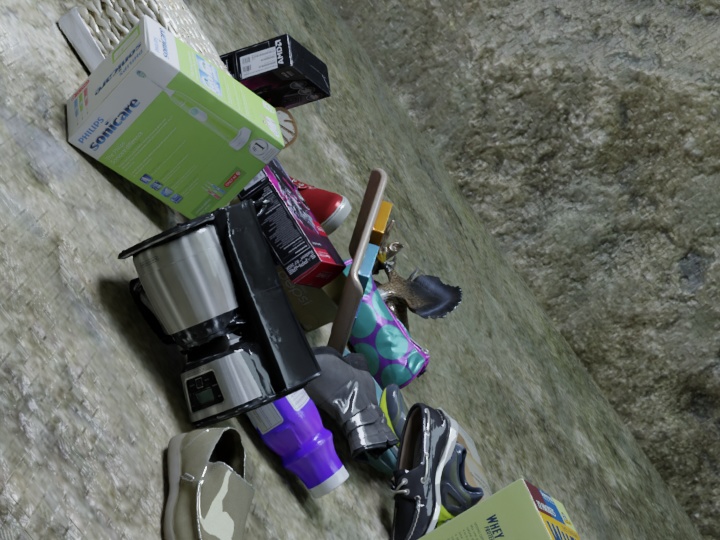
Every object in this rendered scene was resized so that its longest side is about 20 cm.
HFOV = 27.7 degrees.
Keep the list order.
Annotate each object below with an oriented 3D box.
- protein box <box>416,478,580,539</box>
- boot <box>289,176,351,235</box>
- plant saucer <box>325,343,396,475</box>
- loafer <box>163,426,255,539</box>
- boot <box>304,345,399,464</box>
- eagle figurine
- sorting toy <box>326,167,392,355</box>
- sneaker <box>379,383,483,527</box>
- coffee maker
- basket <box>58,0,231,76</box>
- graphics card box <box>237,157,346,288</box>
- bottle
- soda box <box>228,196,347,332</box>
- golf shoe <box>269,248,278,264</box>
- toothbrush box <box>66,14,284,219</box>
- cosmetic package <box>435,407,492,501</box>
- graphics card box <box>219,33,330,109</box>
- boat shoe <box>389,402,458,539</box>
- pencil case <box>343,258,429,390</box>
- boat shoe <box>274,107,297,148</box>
[{"bbox_3d":[0.167,0.383,1.670,0.135,0.200,0.199,36,25,-55],"label":"protein box"},{"bbox_3d":[-0.107,-0.110,1.964,0.144,0.072,0.200,49,-23,-25],"label":"boot"},{"bbox_3d":[0.002,0.186,1.909,0.200,0.027,0.200,52,15,-20],"label":"plant saucer"},{"bbox_3d":[-0.131,0.209,1.306,0.076,0.068,0.200,46,18,-38],"label":"loafer"},{"bbox_3d":[-0.025,0.164,1.742,0.200,0.070,0.132,5,56,-54],"label":"boot"},{"bbox_3d":[0.062,0.053,2.205,0.200,0.151,0.152,51,-21,32],"label":"eagle figurine"},{"bbox_3d":[0.000,0.000,1.834,0.036,0.185,0.200,14,51,-3],"label":"sorting toy"},{"bbox_3d":[0.091,0.231,1.887,0.200,0.081,0.074,61,14,1],"label":"sneaker"},{"bbox_3d":[-0.122,0.038,1.482,0.135,0.192,0.201,-19,-87,62],"label":"coffee maker"},{"bbox_3d":[-0.257,-0.263,1.817,0.200,0.123,0.136,56,13,0],"label":"basket"},{"bbox_3d":[-0.100,-0.075,1.786,0.200,0.051,0.125,56,10,11],"label":"graphics card box"},{"bbox_3d":[-0.086,0.155,1.593,0.200,0.065,0.084,57,10,-3],"label":"bottle"},{"bbox_3d":[-0.094,-0.017,1.917,0.200,0.068,0.064,52,33,-22],"label":"soda box"},{"bbox_3d":[-0.150,-0.031,1.773,0.092,0.072,0.200,56,14,4],"label":"golf shoe"},{"bbox_3d":[-0.209,-0.165,1.645,0.200,0.146,0.086,32,25,-33],"label":"toothbrush box"},{"bbox_3d":[0.129,0.298,2.002,0.105,0.071,0.200,46,17,-40],"label":"cosmetic package"},{"bbox_3d":[-0.155,-0.246,1.947,0.125,0.199,0.051,30,47,-63],"label":"graphics card box"},{"bbox_3d":[0.066,0.256,1.784,0.060,0.074,0.201,33,59,-24],"label":"boat shoe"},{"bbox_3d":[0.019,0.075,2.085,0.200,0.092,0.085,57,14,5],"label":"pencil case"},{"bbox_3d":[-0.169,-0.157,1.911,0.200,0.063,0.074,-24,95,-41],"label":"boat shoe"}]
